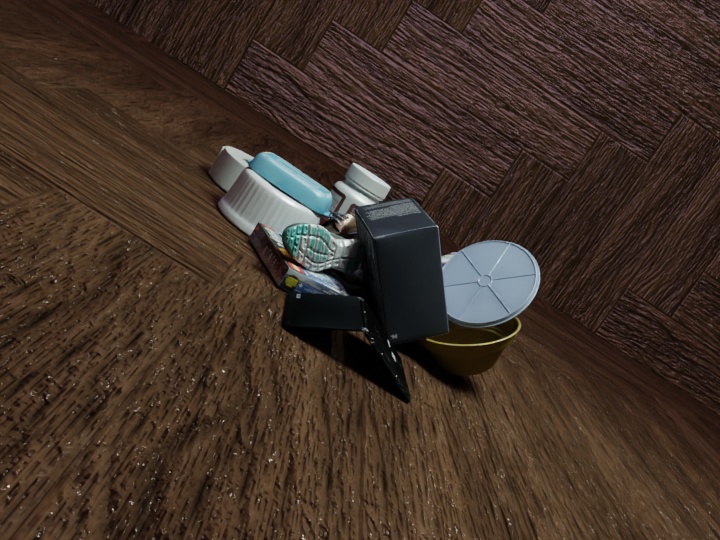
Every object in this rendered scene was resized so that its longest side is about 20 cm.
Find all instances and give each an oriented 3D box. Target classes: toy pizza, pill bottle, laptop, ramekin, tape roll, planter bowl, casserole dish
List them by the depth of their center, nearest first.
[{"bbox_3d":[-0.021,0.112,1.257,0.201,0.103,0.177,58,6,-13],"label":"laptop"},{"bbox_3d":[0.191,0.135,1.488,0.197,0.085,0.201,-3,18,1],"label":"planter bowl"},{"bbox_3d":[0.232,0.028,1.505,0.200,0.199,0.032,43,-13,44],"label":"toy pizza"},{"bbox_3d":[-0.130,-0.173,1.590,0.199,0.039,0.121,34,10,3],"label":"casserole dish"},{"bbox_3d":[-0.169,-0.117,1.592,0.199,0.098,0.201,32,11,-7],"label":"ramekin"},{"bbox_3d":[-0.029,-0.114,1.710,0.113,0.201,0.114,32,11,-7],"label":"pill bottle"},{"bbox_3d":[-0.232,-0.191,1.807,0.201,0.071,0.203,32,11,-7],"label":"tape roll"}]

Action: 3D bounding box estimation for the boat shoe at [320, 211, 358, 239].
[{"bbox_3d":[-0.042,-0.075,1.570,0.072,0.073,0.199,15,7,38],"label":"boat shoe"}]

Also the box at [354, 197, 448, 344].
[{"bbox_3d":[0.073,-0.003,1.470,0.121,0.203,0.199,-10,21,-6],"label":"box"}]

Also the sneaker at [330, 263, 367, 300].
[{"bbox_3d":[0.000,0.000,1.604,0.199,0.087,0.078,25,12,-38],"label":"sneaker"}]

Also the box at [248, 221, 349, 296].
[{"bbox_3d":[-0.108,-0.005,1.432,0.136,0.040,0.200,28,12,-31],"label":"box"}]

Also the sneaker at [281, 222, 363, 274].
[{"bbox_3d":[-0.081,-0.040,1.416,0.090,0.079,0.199,18,-2,35],"label":"sneaker"}]

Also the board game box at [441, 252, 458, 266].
[{"bbox_3d":[0.232,0.020,1.671,0.157,0.098,0.200,-1,6,24],"label":"board game box"}]
